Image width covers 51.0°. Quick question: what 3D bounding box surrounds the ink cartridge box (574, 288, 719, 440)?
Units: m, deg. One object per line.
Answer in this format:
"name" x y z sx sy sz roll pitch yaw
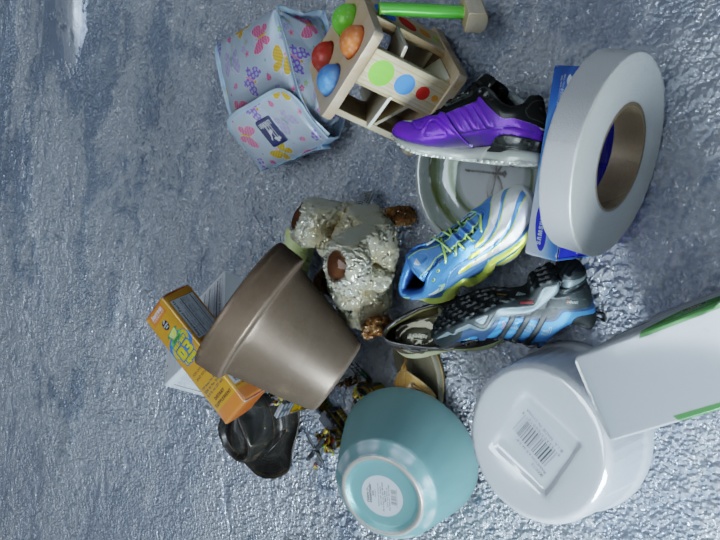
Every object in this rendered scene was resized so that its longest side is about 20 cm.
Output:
"ink cartridge box" 0.316 0.074 0.708 0.145 0.198 0.086 -31 77 40

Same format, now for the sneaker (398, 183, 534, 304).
"sneaker" 0.117 -0.020 0.875 0.076 0.104 0.200 55 129 19

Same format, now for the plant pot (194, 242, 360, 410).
"plant pot" -0.100 0.095 1.023 0.174 0.201 0.201 37 122 0

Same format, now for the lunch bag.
"lunch bag" -0.119 -0.265 1.125 0.168 0.126 0.204 -10 94 44

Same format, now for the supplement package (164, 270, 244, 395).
"supplement package" -0.227 0.112 1.245 0.200 0.113 0.111 -40 42 36

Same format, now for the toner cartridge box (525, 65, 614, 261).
"toner cartridge box" 0.236 -0.116 0.832 0.043 0.094 0.204 16 104 40

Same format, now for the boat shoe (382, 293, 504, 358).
"boat shoe" 0.118 0.071 0.959 0.198 0.064 0.074 -23 73 28

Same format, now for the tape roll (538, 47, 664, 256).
"tape roll" 0.245 -0.116 0.754 0.037 0.201 0.207 21 108 39

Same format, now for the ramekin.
"ramekin" 0.224 0.189 0.870 0.198 0.097 0.205 5 97 41

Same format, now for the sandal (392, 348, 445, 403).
"sandal" 0.074 0.177 1.034 0.079 0.054 0.204 -5 91 42

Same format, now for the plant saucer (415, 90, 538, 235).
"plant saucer" 0.158 -0.121 0.933 0.198 0.050 0.204 4 96 42

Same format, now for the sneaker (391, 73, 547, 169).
"sneaker" 0.129 -0.177 0.879 0.198 0.069 0.101 13 100 33

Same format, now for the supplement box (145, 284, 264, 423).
"supplement box" -0.226 0.121 1.112 0.201 0.068 0.067 50 124 11

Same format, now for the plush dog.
"plush dog" 0.000 0.000 1.053 0.200 0.158 0.174 47 142 49

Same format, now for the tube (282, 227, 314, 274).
"tube" -0.112 0.039 1.158 0.052 0.057 0.204 1 76 64

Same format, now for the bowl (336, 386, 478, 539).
"bowl" 0.047 0.267 0.990 0.197 0.105 0.205 8 110 22

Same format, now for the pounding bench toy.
"pounding bench toy" 0.042 -0.278 0.927 0.201 0.154 0.125 -52 35 32

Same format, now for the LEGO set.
"LEGO set" -0.067 0.180 1.120 0.201 0.115 0.154 53 125 25

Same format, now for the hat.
"hat" -0.190 0.257 1.265 0.198 0.080 0.205 4 96 43

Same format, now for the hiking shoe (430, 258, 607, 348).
"hiking shoe" 0.177 0.061 0.877 0.197 0.075 0.088 -22 106 22
